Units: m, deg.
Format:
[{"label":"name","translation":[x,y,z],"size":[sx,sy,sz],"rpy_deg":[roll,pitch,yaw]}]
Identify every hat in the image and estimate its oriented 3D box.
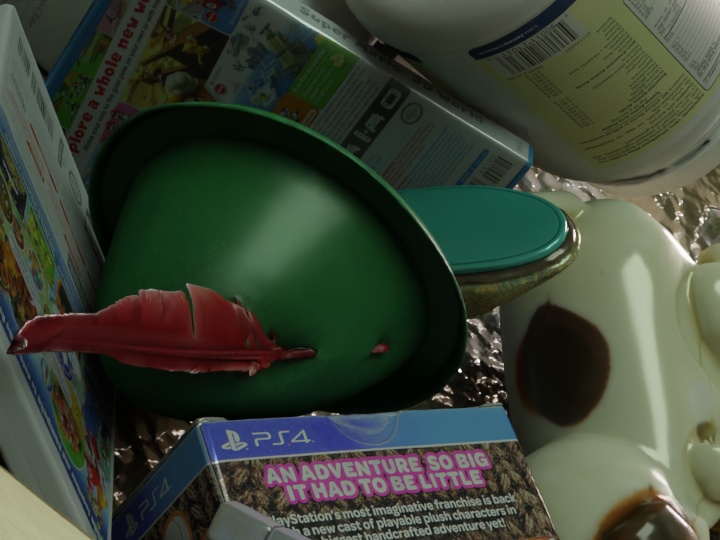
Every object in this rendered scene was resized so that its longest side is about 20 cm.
[{"label":"hat","translation":[-0.070,0.048,0.683],"size":[0.200,0.165,0.177],"rpy_deg":[49,46,-25]}]

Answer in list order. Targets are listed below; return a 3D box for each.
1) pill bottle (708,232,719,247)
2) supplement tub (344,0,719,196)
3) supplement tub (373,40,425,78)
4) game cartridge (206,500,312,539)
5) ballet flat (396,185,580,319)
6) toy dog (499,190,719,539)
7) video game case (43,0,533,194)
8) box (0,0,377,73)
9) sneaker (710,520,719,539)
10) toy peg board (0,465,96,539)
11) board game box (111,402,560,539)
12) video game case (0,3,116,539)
[{"label":"pill bottle","translation":[0.283,0.054,1.008],"size":[0.199,0.111,0.112],"rpy_deg":[30,43,-16]},{"label":"supplement tub","translation":[0.094,-0.129,0.829],"size":[0.200,0.144,0.146],"rpy_deg":[33,36,-48]},{"label":"supplement tub","translation":[0.023,-0.138,0.965],"size":[0.200,0.107,0.107],"rpy_deg":[40,41,-5]},{"label":"game cartridge","translation":[-0.031,0.193,0.581],"size":[0.129,0.038,0.201],"rpy_deg":[25,85,10]},{"label":"ballet flat","translation":[0.000,0.000,0.798],"size":[0.198,0.071,0.071],"rpy_deg":[1,43,13]},{"label":"toy dog","translation":[0.121,0.077,0.825],"size":[0.194,0.139,0.201],"rpy_deg":[52,42,-42]},{"label":"video game case","translation":[-0.043,-0.054,0.814],"size":[0.199,0.143,0.018],"rpy_deg":[30,35,-15]},{"label":"box","translation":[-0.094,-0.146,0.866],"size":[0.200,0.124,0.098],"rpy_deg":[43,40,-1]},{"label":"sneaker","translation":[0.232,0.099,0.914],"size":[0.088,0.075,0.201],"rpy_deg":[24,86,-29]},{"label":"toy peg board","translation":[-0.203,0.138,0.584],"size":[0.200,0.098,0.200],"rpy_deg":[38,57,-5]},{"label":"board game box","translation":[0.009,0.164,0.708],"size":[0.158,0.097,0.201],"rpy_deg":[1,56,-38]},{"label":"video game case","translation":[-0.123,0.004,0.688],"size":[0.018,0.144,0.201],"rpy_deg":[-14,33,3]}]
